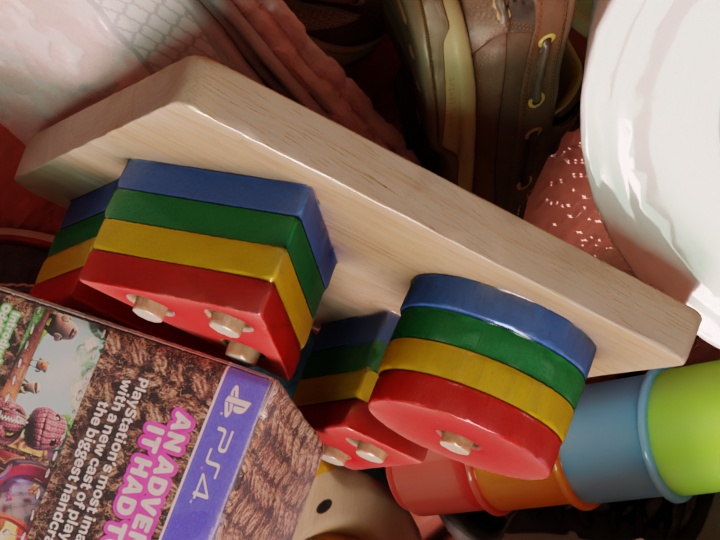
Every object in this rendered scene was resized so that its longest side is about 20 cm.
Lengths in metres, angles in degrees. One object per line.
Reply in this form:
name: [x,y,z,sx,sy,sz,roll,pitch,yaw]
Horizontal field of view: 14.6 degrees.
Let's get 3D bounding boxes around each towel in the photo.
towel: [-0.098,-0.086,0.997,0.190,0.032,0.200,8,151,42]

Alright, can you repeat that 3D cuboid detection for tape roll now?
tape roll: [0.175,-0.063,0.953,0.201,0.071,0.204,4,117,7]

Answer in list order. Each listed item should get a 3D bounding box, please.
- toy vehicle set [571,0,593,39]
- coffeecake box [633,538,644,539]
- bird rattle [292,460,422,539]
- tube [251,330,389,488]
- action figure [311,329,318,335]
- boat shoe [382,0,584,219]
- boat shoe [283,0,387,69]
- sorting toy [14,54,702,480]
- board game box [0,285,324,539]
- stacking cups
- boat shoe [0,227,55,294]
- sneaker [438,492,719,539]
toy vehicle set: [0.072,-0.161,0.981,0.200,0.027,0.124,37,129,-18]
coffeecake box: [0.091,0.186,1.086,0.153,0.074,0.200,-20,147,26]
bird rattle: [-0.025,0.160,1.117,0.200,0.164,0.112,43,163,-34]
tube: [-0.044,0.036,1.175,0.077,0.051,0.201,-15,119,22]
action figure: [0.000,0.000,1.130,0.065,0.052,0.200,-18,126,21]
boat shoe: [0.050,-0.059,1.020,0.067,0.072,0.200,-17,156,-4]
boat shoe: [-0.064,-0.139,0.993,0.199,0.073,0.072,30,155,-17]
sorting toy: [-0.016,0.013,0.994,0.199,0.070,0.199,27,165,-18]
board game box: [-0.137,0.094,0.998,0.199,0.160,0.097,18,167,15]
stacking cups: [0.100,0.062,1.071,0.199,0.061,0.061,-9,128,29]
boat shoe: [-0.190,0.026,1.189,0.198,0.063,0.072,1,129,12]
sneaker: [0.103,0.102,1.131,0.079,0.074,0.199,38,153,-29]
